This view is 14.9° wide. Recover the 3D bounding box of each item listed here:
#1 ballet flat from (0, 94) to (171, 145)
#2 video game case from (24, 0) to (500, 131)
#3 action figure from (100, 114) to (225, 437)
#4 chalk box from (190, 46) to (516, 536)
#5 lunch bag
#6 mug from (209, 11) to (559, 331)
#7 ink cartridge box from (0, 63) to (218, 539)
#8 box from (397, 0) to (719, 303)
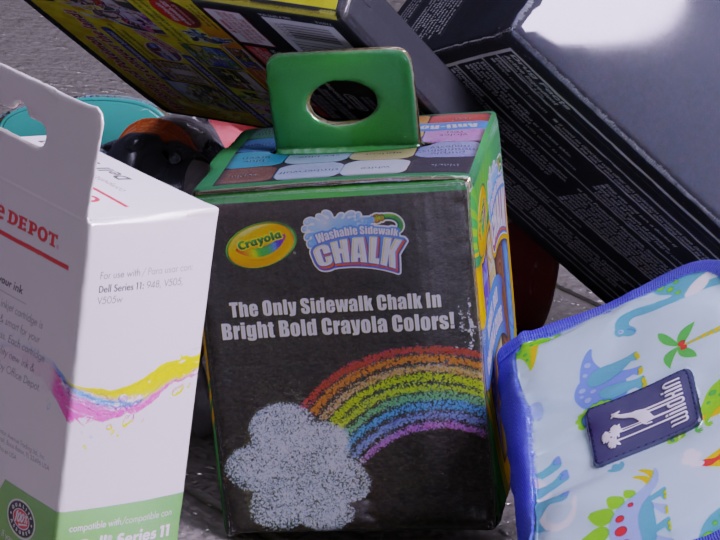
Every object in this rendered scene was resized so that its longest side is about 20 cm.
[{"bbox_3d":[-0.190,-0.046,1.471,0.199,0.075,0.074,-8,17,2],"label":"ballet flat"},{"bbox_3d":[-0.049,-0.102,1.261,0.180,0.026,0.200,10,-12,24],"label":"video game case"},{"bbox_3d":[-0.087,-0.009,1.342,0.199,0.105,0.194,-2,42,10],"label":"action figure"},{"bbox_3d":[0.000,0.000,1.202,0.124,0.201,0.124,-2,15,9],"label":"chalk box"},{"bbox_3d":[0.158,0.087,1.109,0.199,0.128,0.170,1,35,-4],"label":"lunch bag"},{"bbox_3d":[0.000,-0.056,1.489,0.199,0.179,0.133,1,7,-8],"label":"mug"},{"bbox_3d":[-0.121,0.017,1.122,0.067,0.201,0.117,-6,22,-39],"label":"ink cartridge box"},{"bbox_3d":[0.135,-0.085,1.344,0.200,0.123,0.198,41,-14,-16],"label":"box"}]
